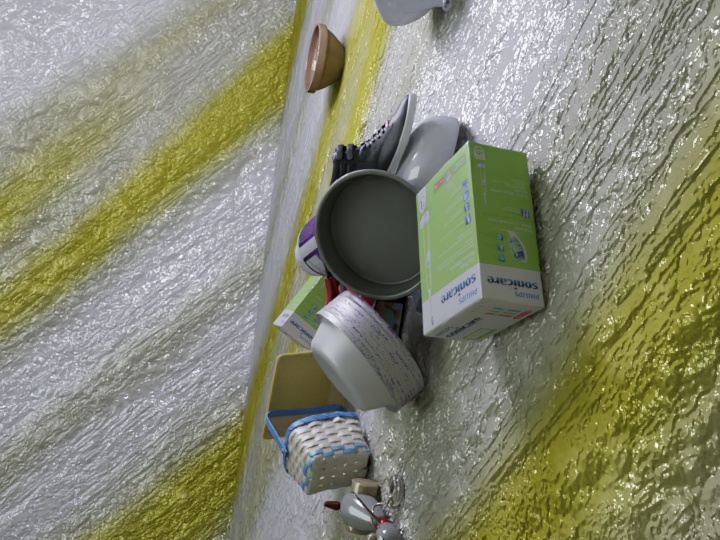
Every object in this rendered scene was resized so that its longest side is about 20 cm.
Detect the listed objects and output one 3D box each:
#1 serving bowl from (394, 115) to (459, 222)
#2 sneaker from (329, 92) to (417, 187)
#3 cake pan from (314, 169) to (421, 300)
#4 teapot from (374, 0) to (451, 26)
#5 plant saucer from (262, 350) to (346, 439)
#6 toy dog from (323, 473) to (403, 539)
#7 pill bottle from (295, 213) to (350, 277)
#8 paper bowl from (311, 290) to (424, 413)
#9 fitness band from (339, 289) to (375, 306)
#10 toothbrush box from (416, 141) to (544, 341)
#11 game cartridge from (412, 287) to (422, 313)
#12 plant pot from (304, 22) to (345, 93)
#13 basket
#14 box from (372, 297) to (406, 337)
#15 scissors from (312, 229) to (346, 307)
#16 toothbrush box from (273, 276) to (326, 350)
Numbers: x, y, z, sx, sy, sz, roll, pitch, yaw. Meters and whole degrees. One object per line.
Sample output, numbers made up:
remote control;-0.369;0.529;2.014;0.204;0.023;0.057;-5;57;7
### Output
serving bowl;0.086;-0.157;1.075;0.200;0.065;0.201;-160;90;-84
sneaker;0.014;-0.190;1.043;0.071;0.099;0.201;-80;13;-66
cake pan;0.027;-0.055;1.016;0.037;0.199;0.201;-40;-30;-59
teapot;0.092;-0.541;1.194;0.197;0.145;0.201;-55;-51;-68
plant saucer;-0.116;0.249;1.441;0.048;0.199;0.201;34;118;47
toy dog;-0.002;0.417;1.151;0.200;0.096;0.133;131;144;-63
pill bottle;-0.046;-0.052;1.183;0.200;0.111;0.112;150;127;-63
paper bowl;0.000;0.140;1.070;0.201;0.104;0.201;48;164;18
fitness band;0.000;0.000;1.236;0.144;0.037;0.200;-62;21;26
toothbrush box;0.139;-0.031;0.832;0.146;0.086;0.201;134;140;-59
game cartridge;0.118;-0.046;1.055;0.134;0.041;0.201;-104;26;-43
plant pot;-0.103;-0.622;2.015;0.201;0.092;0.202;-172;90;-75
basket;-0.082;0.336;1.330;0.200;0.175;0.140;-124;39;-51
box;0.031;0.099;1.249;0.117;0.060;0.201;-158;76;-74
scissors;-0.051;0.000;1.121;0.073;0.014;0.201;-53;-36;-46
toothbrush box;-0.092;0.068;1.493;0.200;0.086;0.146;-50;10;-11
